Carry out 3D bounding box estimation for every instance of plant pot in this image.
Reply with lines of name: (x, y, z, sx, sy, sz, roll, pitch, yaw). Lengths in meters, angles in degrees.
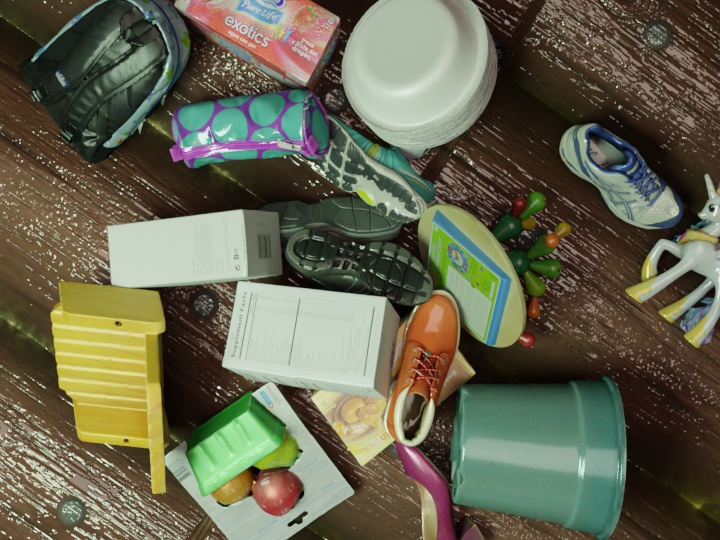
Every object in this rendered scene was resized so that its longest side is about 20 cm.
plant pot: (0.217, 0.230, 1.037, 0.191, 0.200, 0.206, 4, 90, 2)

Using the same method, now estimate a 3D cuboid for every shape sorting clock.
shape sorting clock: (0.140, 0.006, 1.034, 0.039, 0.200, 0.202, -33, 91, -24)

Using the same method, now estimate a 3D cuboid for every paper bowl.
paper bowl: (0.070, -0.268, 1.036, 0.196, 0.104, 0.206, -5, 76, 22)

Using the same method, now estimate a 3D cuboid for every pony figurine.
pony figurine: (0.479, -0.003, 1.074, 0.192, 0.167, 0.201, 37, 106, 2)

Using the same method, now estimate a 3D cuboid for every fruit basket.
fruit basket: (-0.134, 0.271, 1.088, 0.184, 0.094, 0.201, -34, 112, 6)

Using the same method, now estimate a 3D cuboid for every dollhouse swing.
dollhouse swing: (-0.309, 0.154, 0.991, 0.177, 0.177, 0.204, 6, 123, -2)

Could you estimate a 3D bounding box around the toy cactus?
toy cactus: (0.189, -0.010, 1.091, 0.161, 0.102, 0.205, 12, 99, 8)

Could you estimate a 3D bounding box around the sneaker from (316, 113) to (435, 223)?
sneaker: (0.015, -0.140, 1.092, 0.199, 0.079, 0.078, 40, 134, 10)

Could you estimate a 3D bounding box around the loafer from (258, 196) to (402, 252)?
loafer: (-0.042, -0.056, 1.099, 0.195, 0.064, 0.073, 1, 50, -3)

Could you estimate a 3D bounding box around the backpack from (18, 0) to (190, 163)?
backpack: (-0.310, -0.266, 1.038, 0.199, 0.154, 0.164, -36, 95, 37)

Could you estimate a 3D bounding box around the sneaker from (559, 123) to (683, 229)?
sneaker: (0.356, -0.122, 1.089, 0.198, 0.088, 0.076, 34, 88, -3)

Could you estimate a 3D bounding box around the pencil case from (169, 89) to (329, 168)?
pencil case: (-0.143, -0.182, 1.053, 0.195, 0.094, 0.086, -3, 134, 16)

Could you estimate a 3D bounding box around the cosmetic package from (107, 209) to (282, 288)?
cosmetic package: (-0.210, -0.025, 1.034, 0.195, 0.107, 0.087, -4, 91, 19)

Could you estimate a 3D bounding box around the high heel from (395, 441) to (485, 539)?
high heel: (0.084, 0.324, 1.092, 0.095, 0.067, 0.202, -36, 95, -12)

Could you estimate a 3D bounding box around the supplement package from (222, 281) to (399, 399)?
supplement package: (-0.059, 0.089, 1.034, 0.195, 0.110, 0.116, 6, 75, 14)

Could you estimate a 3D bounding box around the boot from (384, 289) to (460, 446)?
boot: (0.083, 0.123, 1.019, 0.073, 0.107, 0.205, 15, 87, 1)

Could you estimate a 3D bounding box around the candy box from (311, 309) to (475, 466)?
candy box: (0.044, 0.152, 1.098, 0.199, 0.055, 0.116, -39, 91, -2)

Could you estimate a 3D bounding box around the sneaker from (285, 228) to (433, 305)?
sneaker: (0.000, 0.000, 1.053, 0.196, 0.080, 0.077, 19, 69, 7)

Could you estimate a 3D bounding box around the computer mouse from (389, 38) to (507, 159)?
computer mouse: (0.107, -0.244, 1.102, 0.108, 0.044, 0.203, 30, 90, -3)

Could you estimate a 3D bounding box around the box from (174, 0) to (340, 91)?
box: (-0.130, -0.325, 1.066, 0.197, 0.103, 0.096, 30, 89, 0)
